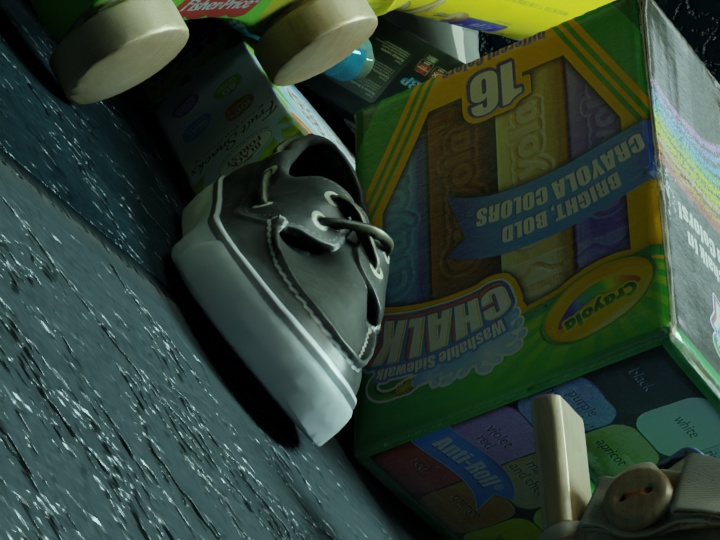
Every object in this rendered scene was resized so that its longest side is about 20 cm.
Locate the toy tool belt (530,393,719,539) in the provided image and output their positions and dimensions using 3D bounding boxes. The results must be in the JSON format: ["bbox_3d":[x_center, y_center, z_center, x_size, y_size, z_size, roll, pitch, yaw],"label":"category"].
[{"bbox_3d":[0.113,0.126,0.769,0.200,0.124,0.123,49,13,-34],"label":"toy tool belt"}]

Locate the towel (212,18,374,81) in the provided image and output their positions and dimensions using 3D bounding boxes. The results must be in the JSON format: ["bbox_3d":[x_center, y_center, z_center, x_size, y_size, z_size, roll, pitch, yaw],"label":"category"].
[{"bbox_3d":[-0.093,-0.142,1.045,0.199,0.022,0.147,23,18,-46],"label":"towel"}]

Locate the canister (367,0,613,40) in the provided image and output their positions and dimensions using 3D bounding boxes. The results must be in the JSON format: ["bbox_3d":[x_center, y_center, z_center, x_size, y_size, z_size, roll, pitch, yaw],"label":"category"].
[{"bbox_3d":[0.025,-0.163,1.142,0.149,0.087,0.200,45,20,27],"label":"canister"}]

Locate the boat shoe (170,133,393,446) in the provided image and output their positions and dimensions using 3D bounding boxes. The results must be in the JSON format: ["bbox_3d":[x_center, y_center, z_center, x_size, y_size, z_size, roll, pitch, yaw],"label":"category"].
[{"bbox_3d":[-0.020,-0.004,0.859,0.069,0.057,0.200,50,4,-16],"label":"boat shoe"}]

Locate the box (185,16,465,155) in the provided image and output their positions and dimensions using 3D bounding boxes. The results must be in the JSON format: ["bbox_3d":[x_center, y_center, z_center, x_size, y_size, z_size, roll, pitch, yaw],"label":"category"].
[{"bbox_3d":[0.007,-0.056,1.170,0.200,0.046,0.159,33,-15,37],"label":"box"}]

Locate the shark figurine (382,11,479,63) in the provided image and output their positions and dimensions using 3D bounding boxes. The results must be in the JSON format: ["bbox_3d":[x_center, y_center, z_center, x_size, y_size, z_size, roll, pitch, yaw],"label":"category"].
[{"bbox_3d":[-0.015,-0.150,1.287,0.214,0.129,0.089,26,-10,37],"label":"shark figurine"}]

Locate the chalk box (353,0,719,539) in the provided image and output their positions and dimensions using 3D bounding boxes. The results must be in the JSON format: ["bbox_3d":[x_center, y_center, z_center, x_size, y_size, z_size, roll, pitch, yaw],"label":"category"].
[{"bbox_3d":[0.078,0.031,0.931,0.124,0.123,0.201,45,34,-40],"label":"chalk box"}]

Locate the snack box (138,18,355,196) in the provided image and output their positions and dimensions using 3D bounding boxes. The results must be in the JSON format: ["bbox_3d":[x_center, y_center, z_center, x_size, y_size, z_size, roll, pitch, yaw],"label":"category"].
[{"bbox_3d":[0.000,0.000,1.065,0.200,0.053,0.142,49,4,-30],"label":"snack box"}]

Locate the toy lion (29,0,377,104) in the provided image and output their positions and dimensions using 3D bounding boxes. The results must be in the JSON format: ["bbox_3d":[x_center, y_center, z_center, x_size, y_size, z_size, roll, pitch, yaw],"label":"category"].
[{"bbox_3d":[-0.002,-0.138,0.910,0.200,0.191,0.069,-13,69,-58],"label":"toy lion"}]
